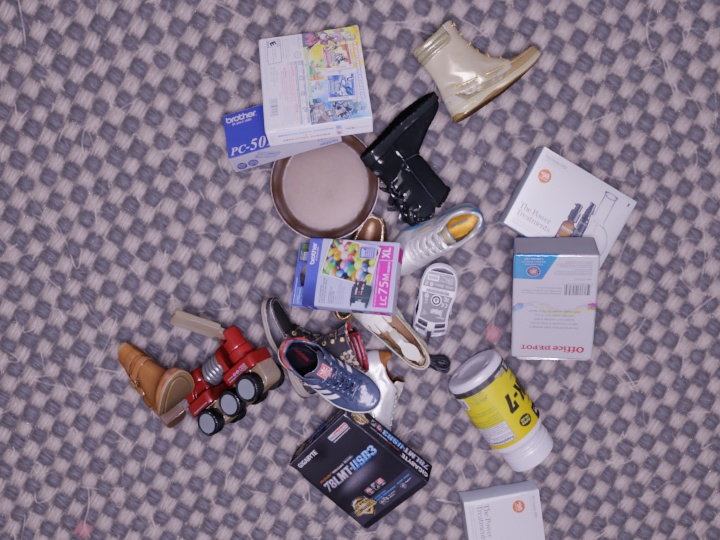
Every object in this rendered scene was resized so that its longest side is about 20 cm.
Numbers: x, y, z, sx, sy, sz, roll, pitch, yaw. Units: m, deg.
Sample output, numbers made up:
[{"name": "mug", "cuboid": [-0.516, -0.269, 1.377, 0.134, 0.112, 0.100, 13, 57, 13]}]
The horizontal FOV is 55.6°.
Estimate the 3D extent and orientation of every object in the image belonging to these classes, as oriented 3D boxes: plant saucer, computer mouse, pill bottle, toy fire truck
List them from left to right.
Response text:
[{"name": "toy fire truck", "cuboid": [-0.263, 0.168, 1.220, 0.175, 0.128, 0.202, -40, 79, 25]}, {"name": "plant saucer", "cuboid": [-0.063, -0.155, 1.227, 0.195, 0.032, 0.206, 0, 89, 1]}, {"name": "computer mouse", "cuboid": [0.135, 0.083, 1.267, 0.107, 0.044, 0.205, 13, 102, 2]}, {"name": "pill bottle", "cuboid": [0.260, 0.258, 1.253, 0.113, 0.114, 0.202, -36, 97, 3]}]

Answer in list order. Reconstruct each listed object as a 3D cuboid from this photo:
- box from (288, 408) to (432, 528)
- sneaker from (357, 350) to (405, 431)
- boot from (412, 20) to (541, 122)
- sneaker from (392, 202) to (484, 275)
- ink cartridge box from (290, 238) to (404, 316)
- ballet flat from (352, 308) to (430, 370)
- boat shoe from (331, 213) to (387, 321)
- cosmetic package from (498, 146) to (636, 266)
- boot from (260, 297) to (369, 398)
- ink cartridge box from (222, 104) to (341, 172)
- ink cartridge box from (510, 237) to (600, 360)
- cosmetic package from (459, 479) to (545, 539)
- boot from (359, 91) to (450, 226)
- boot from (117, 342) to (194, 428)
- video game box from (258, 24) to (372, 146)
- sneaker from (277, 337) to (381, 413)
[{"name": "box", "cuboid": [-0.003, 0.358, 1.250, 0.197, 0.050, 0.200, 40, 124, -7]}, {"name": "sneaker", "cuboid": [0.049, 0.248, 1.267, 0.082, 0.073, 0.205, -10, 96, 3]}, {"name": "boot", "cuboid": [0.204, -0.376, 1.196, 0.198, 0.073, 0.157, -35, 89, -4]}, {"name": "sneaker", "cuboid": [0.130, -0.057, 1.228, 0.198, 0.081, 0.077, -33, 98, 4]}, {"name": "ink cartridge box", "cuboid": [-0.029, 0.009, 1.177, 0.195, 0.042, 0.122, 3, 77, 20]}, {"name": "ballet flat", "cuboid": [0.055, 0.101, 1.203, 0.199, 0.062, 0.068, 41, 98, -17]}, {"name": "boat shoe", "cuboid": [0.000, 0.000, 1.236, 0.074, 0.074, 0.205, 17, 97, -3]}, {"name": "cosmetic package", "cuboid": [0.372, -0.106, 1.235, 0.197, 0.052, 0.153, 28, 94, -4]}, {"name": "boot", "cuboid": [-0.082, 0.123, 1.228, 0.148, 0.073, 0.204, -19, 101, 22]}, {"name": "ink cartridge box", "cuboid": [-0.137, -0.248, 1.194, 0.195, 0.044, 0.096, -15, 65, 3]}, {"name": "ink cartridge box", "cuboid": [0.339, 0.050, 1.207, 0.141, 0.085, 0.205, 1, 114, 11]}, {"name": "cosmetic package", "cuboid": [0.279, 0.520, 1.318, 0.147, 0.052, 0.205, -10, 97, -3]}, {"name": "boot", "cuboid": [0.104, -0.193, 1.214, 0.199, 0.073, 0.163, -46, 110, -16]}, {"name": "boot", "cuboid": [-0.367, 0.181, 1.192, 0.073, 0.201, 0.155, -33, 73, -35]}, {"name": "video game box", "cuboid": [-0.078, -0.317, 1.163, 0.177, 0.047, 0.205, -8, 65, 2]}, {"name": "sneaker", "cuboid": [-0.053, 0.177, 1.146, 0.197, 0.085, 0.076, 27, 76, 2]}]
